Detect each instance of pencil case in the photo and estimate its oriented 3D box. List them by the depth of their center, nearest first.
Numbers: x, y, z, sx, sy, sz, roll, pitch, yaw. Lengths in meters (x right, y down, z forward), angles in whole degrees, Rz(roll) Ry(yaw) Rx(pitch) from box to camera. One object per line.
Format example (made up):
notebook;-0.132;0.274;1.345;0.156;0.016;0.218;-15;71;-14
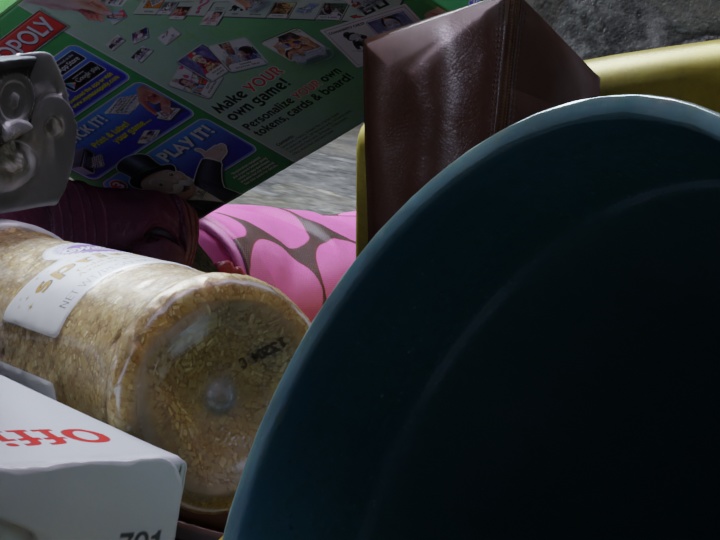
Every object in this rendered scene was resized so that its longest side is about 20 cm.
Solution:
pencil case;-0.029;0.006;1.132;0.093;0.091;0.200;24;13;32

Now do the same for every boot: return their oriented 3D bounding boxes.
boot;0.000;0.000;0.845;0.186;0.201;0.064;8;-4;-35

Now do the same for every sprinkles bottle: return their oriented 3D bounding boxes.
sprinkles bottle;-0.083;0.025;0.774;0.068;0.069;0.200;5;3;-29

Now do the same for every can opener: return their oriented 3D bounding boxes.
can opener;-0.175;-0.038;0.804;0.067;0.054;0.199;9;14;42

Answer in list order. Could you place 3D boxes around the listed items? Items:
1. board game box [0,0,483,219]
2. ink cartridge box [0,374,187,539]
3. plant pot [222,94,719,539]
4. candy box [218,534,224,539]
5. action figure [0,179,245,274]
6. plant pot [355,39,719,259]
board game box;-0.062;-0.086;0.937;0.134;0.029;0.200;30;-37;-29
ink cartridge box;-0.166;0.062;0.674;0.146;0.086;0.199;2;14;-44
plant pot;0.098;0.087;0.546;0.187;0.201;0.200;21;3;-34
candy box;0.001;0.105;0.685;0.102;0.026;0.200;38;13;4
action figure;-0.127;-0.017;0.977;0.199;0.150;0.134;8;9;-31
plant pot;0.103;0.008;1.006;0.175;0.201;0.200;3;5;26
